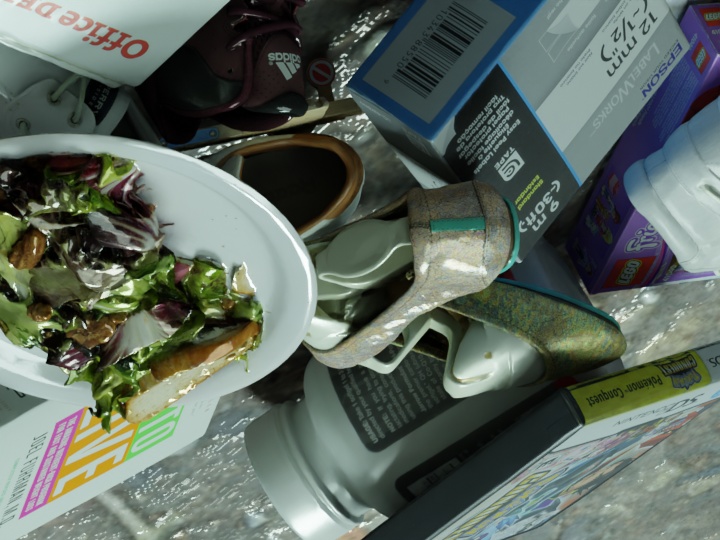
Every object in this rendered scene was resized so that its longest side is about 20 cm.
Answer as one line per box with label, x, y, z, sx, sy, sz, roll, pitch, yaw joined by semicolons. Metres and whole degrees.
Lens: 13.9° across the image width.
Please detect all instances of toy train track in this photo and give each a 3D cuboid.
toy train track;-0.075;-0.077;1.432;0.199;0.033;0.115;-13;178;-6

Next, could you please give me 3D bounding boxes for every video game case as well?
video game case;0.103;0.107;1.620;0.180;0.026;0.200;-13;159;-50

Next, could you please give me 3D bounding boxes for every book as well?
book;-0.148;0.073;1.510;0.200;0.048;0.134;-30;159;-38

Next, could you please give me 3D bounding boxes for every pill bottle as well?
pill bottle;0.038;0.070;1.646;0.200;0.111;0.111;-32;147;12

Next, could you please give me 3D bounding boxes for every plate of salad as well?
plate of salad;-0.119;0.011;1.330;0.199;0.048;0.200;4;142;3

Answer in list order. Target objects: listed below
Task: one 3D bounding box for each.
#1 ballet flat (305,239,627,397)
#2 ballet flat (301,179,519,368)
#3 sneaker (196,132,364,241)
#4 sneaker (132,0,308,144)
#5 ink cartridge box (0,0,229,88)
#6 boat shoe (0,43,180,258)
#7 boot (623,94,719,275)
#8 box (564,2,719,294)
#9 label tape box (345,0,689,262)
ballet flat;0.038;0.030;1.541;0.199;0.071;0.071;19;139;1
ballet flat;0.000;0.000;1.422;0.067;0.068;0.200;-3;162;-30
sneaker;-0.093;-0.024;1.432;0.199;0.073;0.085;-23;176;-8
sneaker;-0.030;-0.129;1.313;0.076;0.116;0.200;16;130;-45
ink cartridge box;-0.089;-0.182;1.229;0.200;0.083;0.146;-41;145;23
boat shoe;-0.131;-0.076;1.321;0.067;0.074;0.200;1;144;37
boot;0.220;-0.030;1.599;0.095;0.074;0.200;-32;139;22
box;0.209;-0.069;1.626;0.136;0.039;0.200;-7;143;-27
label tape box;0.091;-0.086;1.453;0.143;0.066;0.200;-52;145;-7
